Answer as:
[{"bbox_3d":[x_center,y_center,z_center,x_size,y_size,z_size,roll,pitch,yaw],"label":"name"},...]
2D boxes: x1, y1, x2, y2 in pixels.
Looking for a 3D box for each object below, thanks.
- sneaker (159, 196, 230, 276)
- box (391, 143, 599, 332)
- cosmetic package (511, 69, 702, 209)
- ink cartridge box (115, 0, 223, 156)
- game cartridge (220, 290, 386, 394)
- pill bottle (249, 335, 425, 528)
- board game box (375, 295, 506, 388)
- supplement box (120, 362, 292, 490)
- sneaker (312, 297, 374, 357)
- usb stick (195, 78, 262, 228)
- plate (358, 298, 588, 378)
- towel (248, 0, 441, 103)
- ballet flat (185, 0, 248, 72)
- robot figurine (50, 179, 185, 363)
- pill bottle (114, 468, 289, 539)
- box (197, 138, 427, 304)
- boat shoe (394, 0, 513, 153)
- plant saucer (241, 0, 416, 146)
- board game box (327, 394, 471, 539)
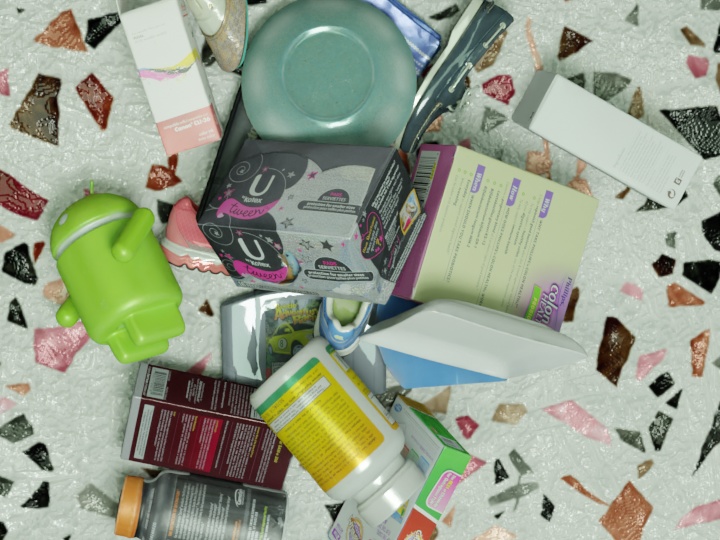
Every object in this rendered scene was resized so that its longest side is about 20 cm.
[{"bbox_3d":[-0.132,-0.034,1.631,0.197,0.074,0.088,12,99,-7],"label":"sneaker"},{"bbox_3d":[0.145,-0.030,1.607,0.198,0.096,0.178,17,89,-24],"label":"box"},{"bbox_3d":[0.283,-0.153,1.632,0.198,0.101,0.072,27,97,-11],"label":"cosmetic package"},{"bbox_3d":[-0.212,-0.238,1.560,0.067,0.117,0.202,-18,103,0],"label":"ink cartridge box"},{"bbox_3d":[-0.067,0.084,1.681,0.197,0.041,0.135,-2,98,-5],"label":"game cartridge"},{"bbox_3d":[-0.021,0.183,1.572,0.113,0.113,0.200,-41,88,4],"label":"pill bottle"},{"bbox_3d":[0.106,0.055,1.684,0.197,0.039,0.160,-3,95,-18],"label":"board game box"},{"bbox_3d":[-0.174,0.184,1.658,0.197,0.061,0.110,13,128,-8],"label":"supplement box"},{"bbox_3d":[0.000,0.000,1.626,0.075,0.077,0.202,14,74,-5],"label":"sneaker"},{"bbox_3d":[-0.134,-0.134,1.603,0.055,0.033,0.202,19,80,-11],"label":"usb stick"},{"bbox_3d":[0.123,0.073,1.560,0.197,0.200,0.033,17,73,-18],"label":"plate"},{"bbox_3d":[-0.013,-0.228,1.608,0.144,0.024,0.201,37,83,-10],"label":"towel"},{"bbox_3d":[-0.163,-0.324,1.570,0.067,0.068,0.203,-2,95,-41],"label":"ballet flat"},{"bbox_3d":[-0.275,0.002,1.586,0.115,0.175,0.202,-15,71,-42],"label":"robot figurine"},{"bbox_3d":[-0.190,0.296,1.675,0.197,0.106,0.108,12,100,-8],"label":"pill bottle"},{"bbox_3d":[-0.052,-0.055,1.520,0.198,0.133,0.115,6,143,32],"label":"box"},{"bbox_3d":[0.106,-0.217,1.618,0.061,0.075,0.201,30,91,-2],"label":"boat shoe"},{"bbox_3d":[-0.035,-0.214,1.567,0.198,0.039,0.204,0,83,-1],"label":"plant saucer"},{"bbox_3d":[0.042,0.269,1.666,0.040,0.153,0.202,22,100,-25],"label":"board game box"}]
